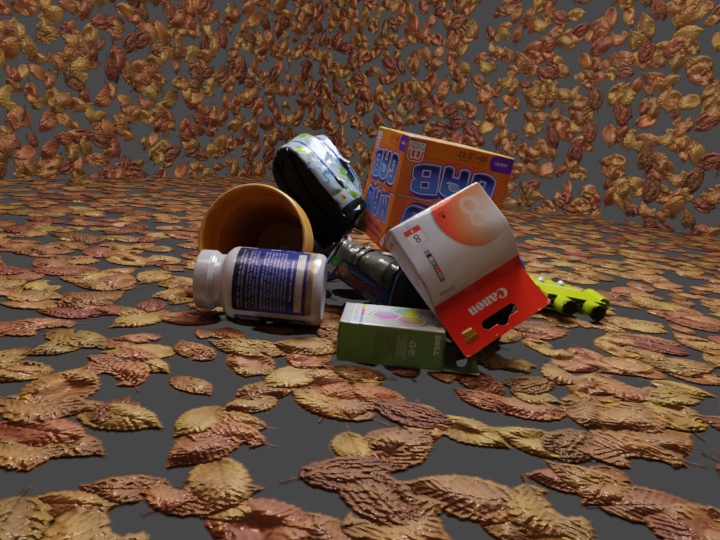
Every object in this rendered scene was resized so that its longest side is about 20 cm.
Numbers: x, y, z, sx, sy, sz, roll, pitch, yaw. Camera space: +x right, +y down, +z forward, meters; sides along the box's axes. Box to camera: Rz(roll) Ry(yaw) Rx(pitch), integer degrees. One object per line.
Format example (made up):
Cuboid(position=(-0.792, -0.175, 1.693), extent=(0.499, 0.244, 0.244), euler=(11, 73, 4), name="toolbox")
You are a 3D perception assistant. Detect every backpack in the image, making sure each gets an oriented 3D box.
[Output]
Cuboid(position=(0.159, 0.023, 0.986), extent=(0.190, 0.201, 0.154), euler=(28, 36, 23), name="backpack")
Cuboid(position=(-0.084, -0.167, 1.219), extent=(0.200, 0.154, 0.163), euler=(40, -29, -5), name="backpack")

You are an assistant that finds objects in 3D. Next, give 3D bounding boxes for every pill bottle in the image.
Cuboid(position=(-0.156, 0.023, 0.995), extent=(0.199, 0.116, 0.116), euler=(5, 13, 1), name="pill bottle")

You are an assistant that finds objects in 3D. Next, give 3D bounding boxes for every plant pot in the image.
Cuboid(position=(-0.171, -0.044, 1.164), extent=(0.199, 0.201, 0.183), euler=(8, -3, 12), name="plant pot")

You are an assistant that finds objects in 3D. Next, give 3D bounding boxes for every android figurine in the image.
Cuboid(position=(0.394, 0.049, 1.240), extent=(0.181, 0.041, 0.200), euler=(10, 13, -11), name="android figurine")

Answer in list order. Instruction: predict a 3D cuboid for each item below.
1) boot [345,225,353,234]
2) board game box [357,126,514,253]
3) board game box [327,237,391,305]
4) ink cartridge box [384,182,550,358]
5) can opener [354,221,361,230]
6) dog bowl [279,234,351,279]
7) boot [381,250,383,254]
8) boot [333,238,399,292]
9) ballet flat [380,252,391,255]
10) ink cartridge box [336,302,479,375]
Cuboid(position=(-0.115, -0.114, 1.368), extent=(0.162, 0.074, 0.198), euler=(15, 15, 26), name="boot")
Cuboid(position=(0.130, -0.140, 1.159), extent=(0.199, 0.201, 0.200), euler=(8, 14, -16), name="board game box")
Cuboid(position=(0.000, 0.000, 1.193), extent=(0.135, 0.035, 0.200), euler=(36, 10, -5), name="board game box")
Cuboid(position=(0.152, -0.006, 0.865), extent=(0.162, 0.200, 0.050), euler=(-29, -19, -19), name="ink cartridge box")
Cuboid(position=(-0.019, -0.164, 1.998), extent=(0.063, 0.079, 0.200), euler=(9, 20, -22), name="can opener")
Cuboid(position=(-0.121, -0.041, 1.371), extent=(0.199, 0.079, 0.200), euler=(5, 13, -1), name="dog bowl")
Cuboid(position=(0.105, -0.044, 1.528), extent=(0.199, 0.071, 0.146), euler=(-1, 8, -29), name="boot")
Cuboid(position=(0.039, -0.010, 1.110), extent=(0.130, 0.068, 0.200), euler=(31, 3, 24), name="boot")
Cuboid(position=(0.081, -0.009, 1.338), extent=(0.068, 0.068, 0.200), euler=(-6, 17, -43), name="ballet flat")
Cuboid(position=(0.070, 0.094, 0.895), extent=(0.199, 0.060, 0.104), euler=(6, 13, 3), name="ink cartridge box")
